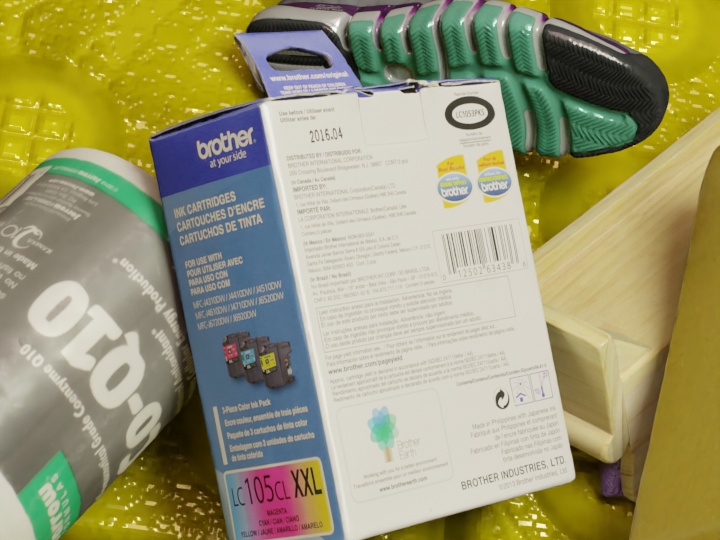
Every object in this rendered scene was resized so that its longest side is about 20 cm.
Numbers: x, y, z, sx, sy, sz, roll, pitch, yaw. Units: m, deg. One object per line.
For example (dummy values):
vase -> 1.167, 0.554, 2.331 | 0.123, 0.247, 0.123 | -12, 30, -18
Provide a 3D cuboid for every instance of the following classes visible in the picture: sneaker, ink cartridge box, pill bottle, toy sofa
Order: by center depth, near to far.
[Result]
pill bottle -> -0.145, 0.053, 0.908 | 0.113, 0.113, 0.200 | 34, 59, 14
ink cartridge box -> 0.000, 0.000, 0.912 | 0.136, 0.076, 0.200 | -9, 89, -45
toy sofa -> 0.142, 0.004, 1.017 | 0.200, 0.098, 0.083 | -37, 44, -28
sneaker -> 0.050, -0.110, 1.052 | 0.200, 0.075, 0.088 | 11, 44, 20

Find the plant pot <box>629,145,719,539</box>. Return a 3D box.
plant pot -> 0.250, 0.043, 0.875 | 0.195, 0.200, 0.195 | 23, 67, -19
